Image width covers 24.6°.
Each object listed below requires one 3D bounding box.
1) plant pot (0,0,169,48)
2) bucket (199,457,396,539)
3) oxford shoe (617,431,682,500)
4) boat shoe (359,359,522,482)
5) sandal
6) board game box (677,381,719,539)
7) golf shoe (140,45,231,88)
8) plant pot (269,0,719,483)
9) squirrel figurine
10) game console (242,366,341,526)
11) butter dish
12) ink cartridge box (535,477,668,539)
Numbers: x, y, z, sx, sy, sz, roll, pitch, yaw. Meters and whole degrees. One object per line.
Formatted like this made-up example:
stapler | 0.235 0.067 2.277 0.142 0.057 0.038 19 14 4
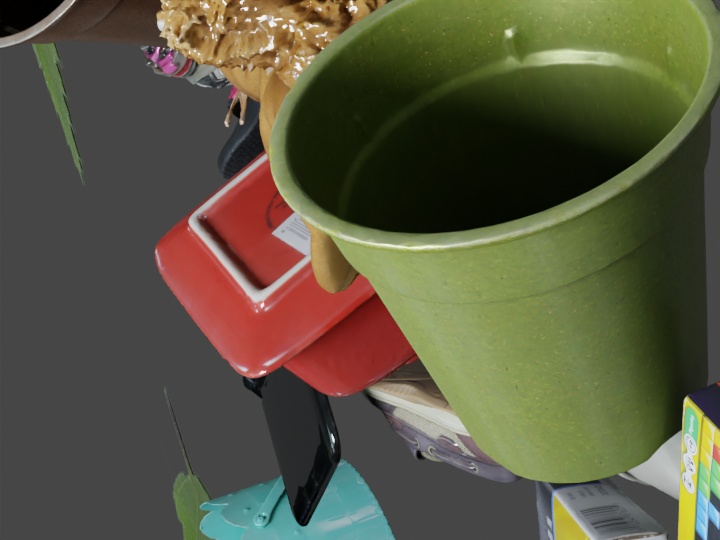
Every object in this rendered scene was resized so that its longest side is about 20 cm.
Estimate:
plant pot | -0.170 -0.233 1.095 0.199 0.198 0.202 -2 87 32
bucket | -0.049 0.275 1.501 0.208 0.134 0.208 55 157 38
oxford shoe | 0.128 0.077 0.880 0.200 0.057 0.076 38 142 56
boat shoe | 0.052 0.098 1.113 0.200 0.072 0.065 12 116 63
sandal | -0.063 -0.130 1.216 0.045 0.075 0.200 64 154 20
board game box | 0.208 0.168 0.738 0.165 0.056 0.201 -128 25 -49
golf shoe | -0.119 -0.230 1.258 0.072 0.092 0.201 -24 63 47
plant pot | 0.082 -0.008 0.752 0.200 0.199 0.191 47 163 51
squirrel figurine | -0.028 -0.121 0.882 0.187 0.141 0.200 50 173 30
game console | -0.016 0.063 1.192 0.116 0.176 0.200 40 156 8
butter dish | 0.000 0.000 1.034 0.148 0.200 0.199 54 175 -34
ink cartridge box | 0.135 0.219 0.897 0.198 0.047 0.202 -144 50 -84
